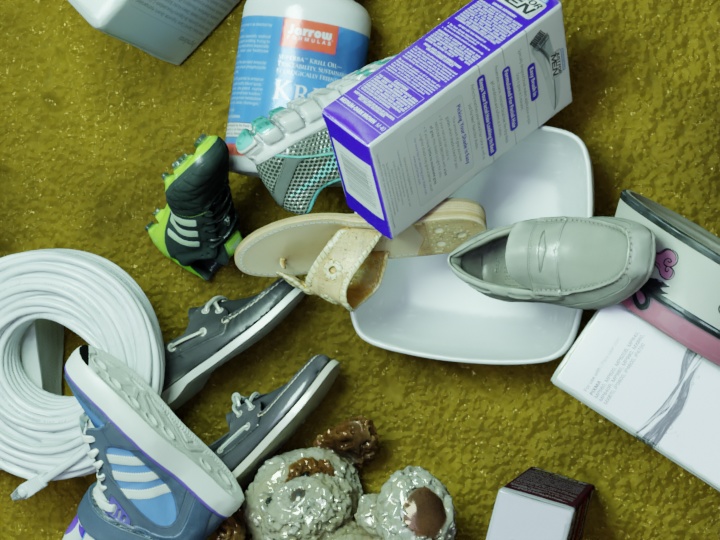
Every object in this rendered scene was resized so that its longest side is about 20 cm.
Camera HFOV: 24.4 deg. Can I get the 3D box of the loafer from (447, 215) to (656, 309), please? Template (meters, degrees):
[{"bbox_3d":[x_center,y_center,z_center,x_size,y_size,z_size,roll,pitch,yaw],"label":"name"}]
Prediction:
[{"bbox_3d":[0.141,-0.006,1.252,0.200,0.070,0.070,-12,70,57],"label":"loafer"}]

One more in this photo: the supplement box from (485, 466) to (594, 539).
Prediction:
[{"bbox_3d":[0.135,0.220,1.304,0.061,0.200,0.109,15,92,12],"label":"supplement box"}]

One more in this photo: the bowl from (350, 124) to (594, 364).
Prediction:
[{"bbox_3d":[0.098,-0.023,1.392,0.199,0.075,0.200,6,88,16],"label":"bowl"}]

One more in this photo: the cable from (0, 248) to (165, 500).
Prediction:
[{"bbox_3d":[-0.261,0.079,1.426,0.200,0.069,0.200,-21,94,13],"label":"cable"}]

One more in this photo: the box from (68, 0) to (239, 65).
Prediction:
[{"bbox_3d":[-0.195,-0.312,1.423,0.171,0.200,0.199,-45,78,8],"label":"box"}]

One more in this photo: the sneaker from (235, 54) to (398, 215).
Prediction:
[{"bbox_3d":[0.002,-0.112,1.351,0.200,0.078,0.091,-26,106,-8],"label":"sneaker"}]

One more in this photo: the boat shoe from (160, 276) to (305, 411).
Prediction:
[{"bbox_3d":[-0.133,0.058,1.458,0.200,0.074,0.060,-39,83,20],"label":"boat shoe"}]

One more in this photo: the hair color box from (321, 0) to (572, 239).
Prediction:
[{"bbox_3d":[0.071,-0.129,1.299,0.200,0.109,0.065,-36,52,-17],"label":"hair color box"}]

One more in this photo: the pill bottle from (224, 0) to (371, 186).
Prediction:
[{"bbox_3d":[-0.051,-0.176,1.420,0.112,0.112,0.200,7,90,16],"label":"pill bottle"}]

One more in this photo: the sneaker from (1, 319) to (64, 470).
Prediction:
[{"bbox_3d":[-0.332,0.084,1.511,0.115,0.074,0.200,0,89,13],"label":"sneaker"}]

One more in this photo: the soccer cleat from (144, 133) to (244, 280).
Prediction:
[{"bbox_3d":[-0.129,-0.052,1.411,0.081,0.200,0.068,40,66,2],"label":"soccer cleat"}]

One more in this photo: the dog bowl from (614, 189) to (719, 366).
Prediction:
[{"bbox_3d":[0.270,0.019,1.277,0.200,0.200,0.074,34,101,15],"label":"dog bowl"}]

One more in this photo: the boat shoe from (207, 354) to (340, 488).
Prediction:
[{"bbox_3d":[-0.099,0.137,1.443,0.063,0.073,0.200,45,104,10],"label":"boat shoe"}]

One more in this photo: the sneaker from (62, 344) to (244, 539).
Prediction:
[{"bbox_3d":[-0.208,0.172,1.363,0.146,0.081,0.200,-39,113,10],"label":"sneaker"}]

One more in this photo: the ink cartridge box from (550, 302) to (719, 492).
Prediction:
[{"bbox_3d":[0.261,0.106,1.303,0.200,0.144,0.084,32,96,14],"label":"ink cartridge box"}]

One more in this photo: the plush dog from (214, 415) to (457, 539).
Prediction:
[{"bbox_3d":[-0.026,0.222,1.402,0.200,0.161,0.172,-35,60,-5],"label":"plush dog"}]

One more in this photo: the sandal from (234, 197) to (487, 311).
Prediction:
[{"bbox_3d":[-0.002,-0.003,1.333,0.211,0.078,0.070,-10,57,11],"label":"sandal"}]
